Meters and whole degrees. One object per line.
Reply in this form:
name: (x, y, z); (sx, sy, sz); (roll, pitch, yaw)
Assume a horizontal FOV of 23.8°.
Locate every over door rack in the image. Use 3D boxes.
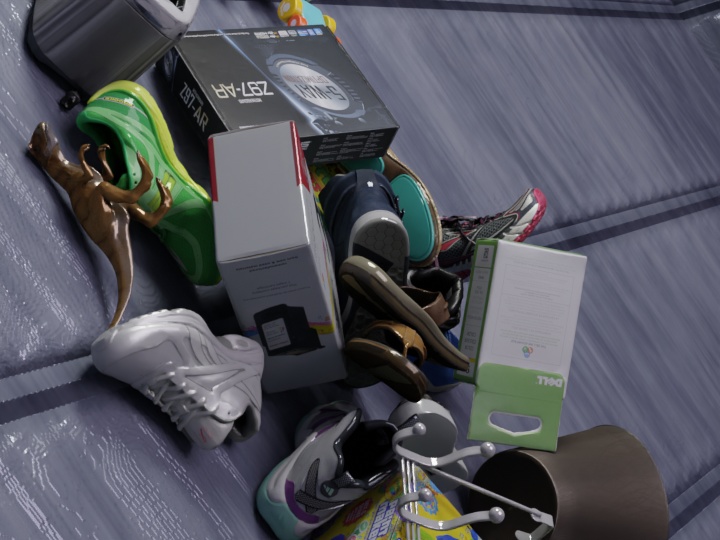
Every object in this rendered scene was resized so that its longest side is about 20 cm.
over door rack: (0.110, 0.227, 1.425); (0.199, 0.066, 0.149); (36, 34, -33)

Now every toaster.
toaster: (-0.222, -0.246, 1.565); (0.114, 0.129, 0.201); (41, 31, -26)

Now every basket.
basket: (0.212, 0.245, 1.774); (0.199, 0.135, 0.182); (11, 64, -50)

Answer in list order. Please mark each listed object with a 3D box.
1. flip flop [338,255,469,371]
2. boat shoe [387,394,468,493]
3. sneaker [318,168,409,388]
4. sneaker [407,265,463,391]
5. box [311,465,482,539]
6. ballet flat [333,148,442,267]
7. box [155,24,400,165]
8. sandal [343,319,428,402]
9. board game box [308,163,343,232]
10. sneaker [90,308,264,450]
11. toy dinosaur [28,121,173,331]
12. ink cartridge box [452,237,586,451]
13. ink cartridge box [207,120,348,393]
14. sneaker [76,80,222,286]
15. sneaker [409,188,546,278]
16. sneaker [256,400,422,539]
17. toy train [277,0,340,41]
flip flop: (0.048, 0.035, 1.571); (0.200, 0.081, 0.058); (47, 66, -44)
boat shoe: (0.055, 0.155, 1.627); (0.200, 0.070, 0.064); (69, 1, -63)
sneaker: (0.002, -0.001, 1.669); (0.076, 0.204, 0.147); (-1, 33, -14)
sneaker: (0.079, 0.057, 1.766); (0.199, 0.111, 0.077); (30, 37, -43)
box: (0.043, 0.309, 1.431); (0.193, 0.122, 0.200); (50, 28, -13)
ballet flat: (0.033, -0.082, 1.755); (0.201, 0.070, 0.065); (58, 17, 25)
box: (-0.083, -0.173, 1.699); (0.199, 0.044, 0.161); (-8, 52, -36)
sandal: (0.032, 0.076, 1.536); (0.081, 0.055, 0.200); (35, -2, 3)
board game box: (-0.064, -0.083, 1.746); (0.102, 0.047, 0.200); (55, 27, -4)
sneaker: (-0.139, 0.095, 1.405); (0.199, 0.078, 0.100); (19, 50, -51)
toy dinosaur: (-0.210, -0.041, 1.442); (0.201, 0.106, 0.060); (60, 3, 15)
ink cartridge box: (0.157, 0.074, 1.727); (0.103, 0.059, 0.202); (10, 88, -21)
ink cartridge box: (-0.072, -0.009, 1.516); (0.201, 0.082, 0.147); (75, 5, -52)
sneaker: (-0.189, -0.068, 1.518); (0.083, 0.074, 0.201); (-34, 95, -38)
sneaker: (0.109, -0.032, 1.811); (0.075, 0.199, 0.081); (59, 24, 0)
sneaker: (0.001, 0.153, 1.503); (0.078, 0.139, 0.200); (51, 28, -11)
toy train: (-0.108, -0.304, 1.905); (0.201, 0.055, 0.150); (54, 28, 0)
